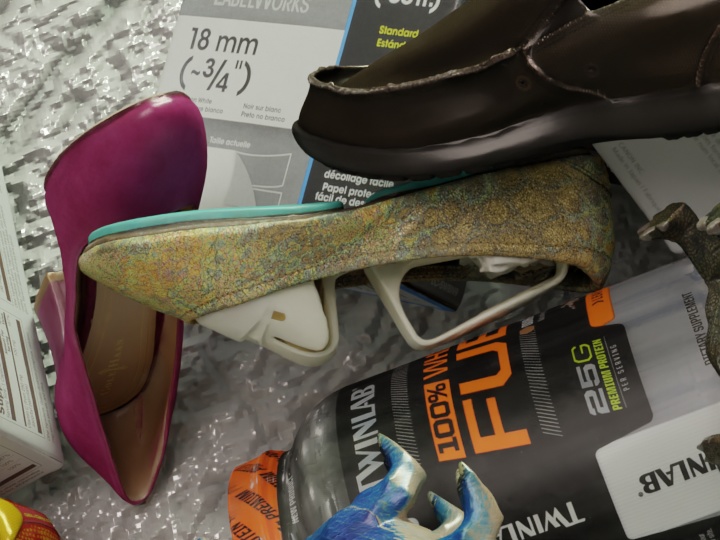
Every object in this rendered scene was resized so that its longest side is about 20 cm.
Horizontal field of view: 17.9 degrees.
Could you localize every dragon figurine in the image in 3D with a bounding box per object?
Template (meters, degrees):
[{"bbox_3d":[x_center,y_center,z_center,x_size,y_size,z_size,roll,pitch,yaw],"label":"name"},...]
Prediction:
[{"bbox_3d":[0.008,0.111,0.707,0.100,0.059,0.200,-48,29,-13],"label":"dragon figurine"}]

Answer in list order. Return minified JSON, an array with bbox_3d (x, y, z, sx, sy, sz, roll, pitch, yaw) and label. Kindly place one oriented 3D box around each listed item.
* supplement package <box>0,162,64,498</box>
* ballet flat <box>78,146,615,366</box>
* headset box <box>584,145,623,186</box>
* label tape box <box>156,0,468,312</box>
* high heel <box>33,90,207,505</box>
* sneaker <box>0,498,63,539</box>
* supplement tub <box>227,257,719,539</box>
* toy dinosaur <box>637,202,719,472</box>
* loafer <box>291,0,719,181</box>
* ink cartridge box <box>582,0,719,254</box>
[{"bbox_3d":[-0.234,0.014,0.967,0.155,0.111,0.201,-29,56,19],"label":"supplement package"},{"bbox_3d":[0.000,0.000,0.827,0.198,0.071,0.071,-11,58,-11],"label":"ballet flat"},{"bbox_3d":[0.135,-0.132,0.866,0.148,0.202,0.075,14,26,26],"label":"headset box"},{"bbox_3d":[-0.005,-0.096,0.940,0.143,0.063,0.202,10,81,36],"label":"label tape box"},{"bbox_3d":[-0.082,0.012,0.887,0.067,0.200,0.097,-18,69,-21],"label":"high heel"},{"bbox_3d":[-0.208,0.161,0.919,0.200,0.077,0.073,-46,59,-3],"label":"sneaker"},{"bbox_3d":[0.060,0.082,0.827,0.199,0.123,0.123,-21,59,9],"label":"supplement tub"},{"bbox_3d":[0.158,0.004,0.747,0.200,0.103,0.077,-38,9,-31],"label":"toy dinosaur"},{"bbox_3d":[0.066,-0.079,0.790,0.198,0.073,0.072,-8,101,23],"label":"loafer"},{"bbox_3d":[0.139,-0.125,0.794,0.200,0.050,0.163,-38,87,32],"label":"ink cartridge box"}]
